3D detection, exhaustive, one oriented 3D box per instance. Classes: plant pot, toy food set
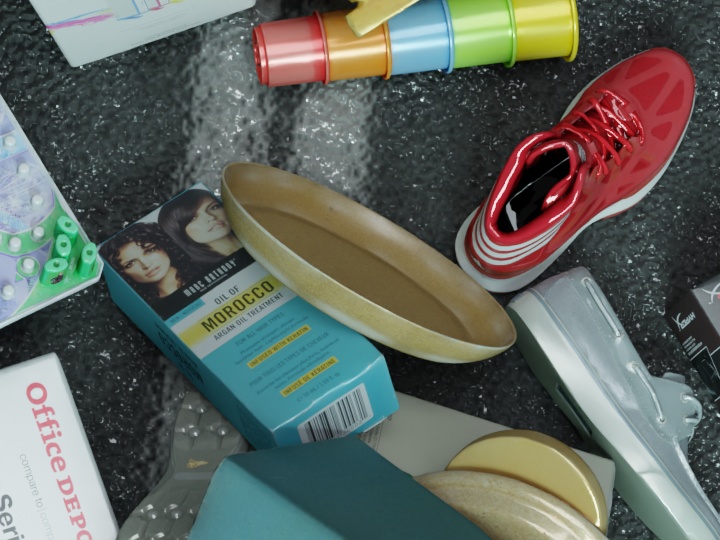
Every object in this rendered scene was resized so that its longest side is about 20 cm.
[{"bbox_3d":[0.000,0.000,1.722,0.200,0.200,0.027,30,103,0],"label":"plant pot"},{"bbox_3d":[0.076,0.193,1.676,0.200,0.198,0.049,58,35,-13],"label":"toy food set"},{"bbox_3d":[0.012,0.202,1.569,0.200,0.141,0.141,30,107,28],"label":"plant pot"}]

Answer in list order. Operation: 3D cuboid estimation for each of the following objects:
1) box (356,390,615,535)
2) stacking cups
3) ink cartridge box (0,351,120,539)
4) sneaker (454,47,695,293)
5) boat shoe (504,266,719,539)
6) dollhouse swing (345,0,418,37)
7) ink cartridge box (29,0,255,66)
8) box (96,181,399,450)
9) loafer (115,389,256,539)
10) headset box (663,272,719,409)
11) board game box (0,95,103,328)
[{"bbox_3d":[0.046,0.129,1.731,0.200,0.068,0.082,19,38,-3],"label":"box"},{"bbox_3d":[0.033,-0.152,1.821,0.200,0.061,0.061,-6,77,-8],"label":"stacking cups"},{"bbox_3d":[-0.247,0.150,1.689,0.200,0.088,0.145,-17,79,-14],"label":"ink cartridge box"},{"bbox_3d":[0.146,-0.071,1.786,0.078,0.116,0.200,40,74,3],"label":"sneaker"},{"bbox_3d":[0.170,0.084,1.775,0.072,0.070,0.201,-33,80,-11],"label":"boat shoe"},{"bbox_3d":[0.013,-0.276,1.807,0.182,0.176,0.200,-32,97,5],"label":"dollhouse swing"},{"bbox_3d":[-0.147,-0.220,1.727,0.125,0.200,0.129,-19,79,0],"label":"ink cartridge box"},{"bbox_3d":[-0.068,0.033,1.709,0.082,0.049,0.200,-34,48,-16],"label":"box"},{"bbox_3d":[-0.093,0.147,1.675,0.070,0.070,0.200,1,35,17],"label":"loafer"},{"bbox_3d":[0.305,0.070,1.795,0.149,0.077,0.200,-29,83,-14],"label":"headset box"},{"bbox_3d":[-0.280,-0.042,1.685,0.200,0.026,0.200,-26,73,-22],"label":"board game box"}]
